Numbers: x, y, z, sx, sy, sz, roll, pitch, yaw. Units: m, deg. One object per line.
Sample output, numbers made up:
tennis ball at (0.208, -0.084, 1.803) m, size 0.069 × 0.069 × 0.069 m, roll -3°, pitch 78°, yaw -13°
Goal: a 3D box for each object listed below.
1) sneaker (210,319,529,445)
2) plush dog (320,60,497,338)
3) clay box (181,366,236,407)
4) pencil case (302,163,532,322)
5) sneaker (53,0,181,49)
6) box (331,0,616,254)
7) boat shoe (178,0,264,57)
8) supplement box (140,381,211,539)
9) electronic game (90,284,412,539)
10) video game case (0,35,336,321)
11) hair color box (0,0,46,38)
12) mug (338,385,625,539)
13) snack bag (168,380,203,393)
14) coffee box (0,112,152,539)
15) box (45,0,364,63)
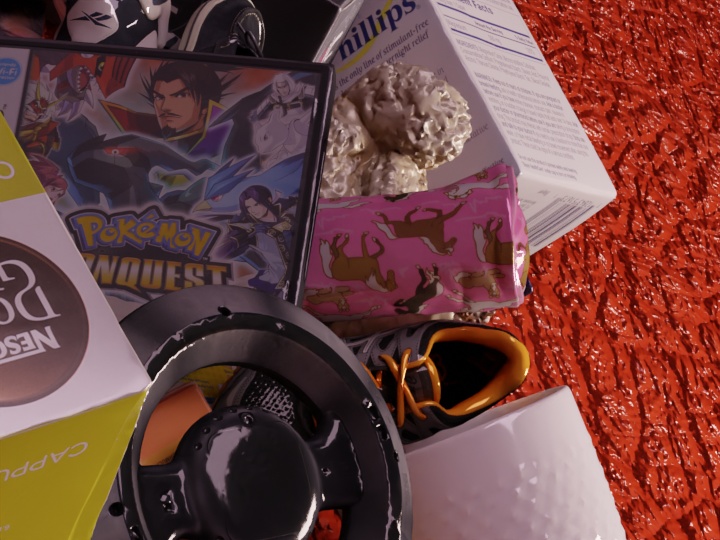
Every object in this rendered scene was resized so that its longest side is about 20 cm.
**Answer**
sneaker at (0.005, 0.066, 1.167) m, size 0.199 × 0.077 × 0.079 m, roll -19°, pitch 93°, yaw -31°
plush dog at (0.000, 0.000, 1.283) m, size 0.172 × 0.200 × 0.160 m, roll 49°, pitch 39°, yaw 2°
clay box at (-0.124, 0.037, 1.219) m, size 0.114 × 0.048 × 0.201 m, roll 12°, pitch 42°, yaw -39°
pencil case at (-0.006, -0.008, 1.181) m, size 0.087 × 0.199 × 0.083 m, roll 77°, pitch 6°, yaw -63°
sneaker at (-0.150, -0.096, 1.294) m, size 0.079 × 0.199 × 0.130 m, roll 16°, pitch 64°, yaw 6°
box at (0.067, -0.118, 1.530) m, size 0.184 × 0.105 × 0.201 m, roll 8°, pitch 53°, yaw -62°
boat shoe at (-0.081, -0.107, 1.275) m, size 0.062 × 0.075 × 0.200 m, roll 1°, pitch 29°, yaw 10°
supplement box at (-0.072, 0.161, 1.053) m, size 0.069 × 0.066 × 0.201 m, roll -26°, pitch 89°, yaw -48°
electronic game at (-0.056, 0.104, 1.017) m, size 0.199 × 0.042 × 0.201 m, roll 14°, pitch 65°, yaw -34°
video game case at (-0.122, -0.041, 1.144) m, size 0.199 × 0.026 × 0.182 m, roll 5°, pitch 59°, yaw 5°
hair color box at (-0.251, -0.144, 1.279) m, size 0.111 × 0.064 × 0.201 m, roll 28°, pitch 35°, yaw -25°
mug at (0.060, 0.179, 1.174) m, size 0.199 × 0.147 × 0.176 m, roll -20°, pitch 87°, yaw -34°
snack bag at (-0.158, 0.124, 1.054) m, size 0.188 × 0.021 × 0.201 m, roll 22°, pitch 56°, yaw -35°
coffee box at (-0.231, 0.052, 0.872) m, size 0.199 × 0.200 × 0.198 m, roll -16°, pitch 61°, yaw -32°
box at (-0.107, -0.191, 1.417) m, size 0.199 × 0.123 × 0.106 m, roll 31°, pitch 28°, yaw 2°
